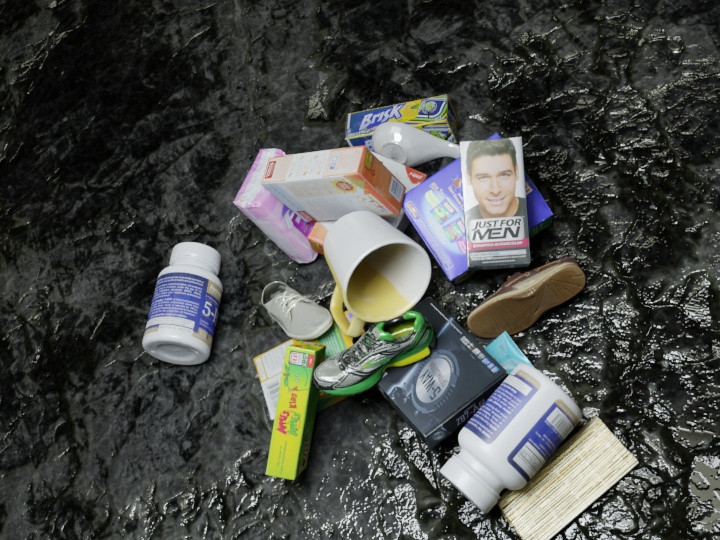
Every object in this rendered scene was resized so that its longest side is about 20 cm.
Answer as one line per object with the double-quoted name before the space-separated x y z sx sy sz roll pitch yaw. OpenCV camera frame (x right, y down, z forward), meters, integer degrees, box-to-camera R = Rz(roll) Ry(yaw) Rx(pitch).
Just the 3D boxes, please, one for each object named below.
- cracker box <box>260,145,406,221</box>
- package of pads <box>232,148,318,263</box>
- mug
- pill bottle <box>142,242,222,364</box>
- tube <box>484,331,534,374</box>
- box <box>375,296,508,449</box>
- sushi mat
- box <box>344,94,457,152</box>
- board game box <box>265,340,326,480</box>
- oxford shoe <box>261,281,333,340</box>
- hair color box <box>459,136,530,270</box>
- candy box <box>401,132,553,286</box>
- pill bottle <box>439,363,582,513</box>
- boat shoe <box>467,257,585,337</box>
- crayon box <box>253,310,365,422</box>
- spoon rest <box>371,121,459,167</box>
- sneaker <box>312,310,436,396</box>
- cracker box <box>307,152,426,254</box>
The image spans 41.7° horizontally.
"cracker box" -0.045 -0.140 1.556 0.200 0.134 0.058 -2 63 34
"package of pads" -0.131 -0.112 1.678 0.076 0.200 0.121 11 67 38
"mug" 0.000 -0.008 1.516 0.187 0.149 0.153 -41 41 3
"pill bottle" -0.314 0.057 1.704 0.120 0.120 0.200 -5 60 22
"tube" 0.166 0.178 1.473 0.200 0.050 0.077 -33 64 -3
"box" 0.107 0.153 1.456 0.160 0.044 0.200 -35 51 -10
"sushi mat" 0.294 0.305 1.355 0.200 0.012 0.096 -40 54 -2
"box" 0.075 -0.265 1.756 0.200 0.070 0.064 -8 56 20
"board game box" -0.100 0.216 1.481 0.048 0.102 0.200 10 92 7
"oxford shoe" -0.115 0.067 1.616 0.075 0.058 0.200 -39 31 -16
"hair color box" 0.212 -0.104 1.494 0.099 0.061 0.200 -4 83 7
"candy box" 0.192 -0.099 1.567 0.200 0.077 0.169 -33 78 5
"pill bottle" 0.212 0.245 1.362 0.200 0.120 0.120 -47 54 -7
"boat shoe" 0.260 0.038 1.505 0.200 0.072 0.072 -33 22 17
"crayon box" -0.069 0.163 1.581 0.200 0.052 0.126 -28 54 8
"spoon rest" 0.113 -0.213 1.708 0.200 0.099 0.061 19 45 18
"sneaker" 0.014 0.118 1.429 0.200 0.085 0.078 -29 49 -5
"cracker box" 0.015 -0.103 1.668 0.134 0.058 0.200 24 73 17
